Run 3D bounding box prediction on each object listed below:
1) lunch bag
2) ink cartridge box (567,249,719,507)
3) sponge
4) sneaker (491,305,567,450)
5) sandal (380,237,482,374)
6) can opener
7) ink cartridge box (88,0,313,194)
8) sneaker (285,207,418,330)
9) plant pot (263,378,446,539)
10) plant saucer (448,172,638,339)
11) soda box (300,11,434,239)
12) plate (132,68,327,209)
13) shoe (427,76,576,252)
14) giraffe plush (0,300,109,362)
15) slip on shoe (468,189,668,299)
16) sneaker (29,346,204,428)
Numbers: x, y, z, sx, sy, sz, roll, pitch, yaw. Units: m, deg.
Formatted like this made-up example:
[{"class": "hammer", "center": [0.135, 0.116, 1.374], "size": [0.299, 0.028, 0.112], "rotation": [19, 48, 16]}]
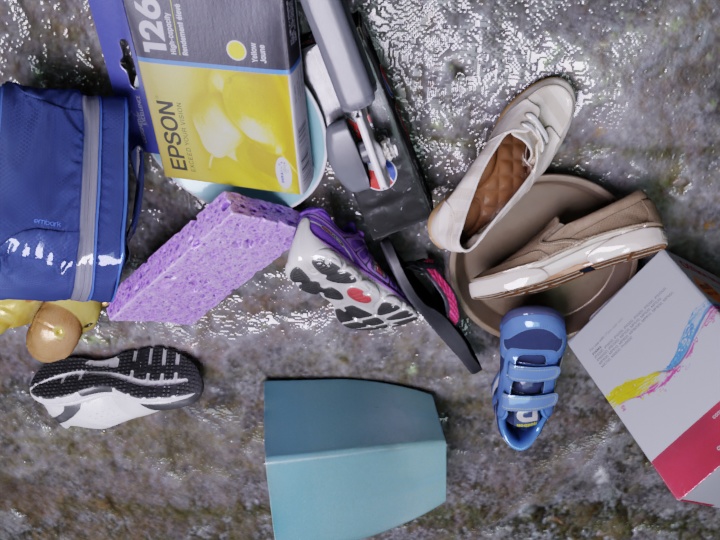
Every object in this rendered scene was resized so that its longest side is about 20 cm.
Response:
[{"class": "lunch bag", "center": [-0.268, -0.073, 0.778], "size": [0.131, 0.203, 0.136], "rotation": [5, 161, -23]}, {"class": "ink cartridge box", "center": [0.337, 0.108, 0.835], "size": [0.144, 0.201, 0.145], "rotation": [18, 121, -41]}, {"class": "sponge", "center": [-0.157, -0.005, 0.857], "size": [0.199, 0.030, 0.111], "rotation": [-36, 153, 28]}, {"class": "sneaker", "center": [0.182, 0.117, 0.907], "size": [0.073, 0.083, 0.201], "rotation": [2, 137, 6]}, {"class": "sandal", "center": [0.085, 0.030, 0.898], "size": [0.045, 0.075, 0.200], "rotation": [-34, 120, 12]}, {"class": "can opener", "center": [-0.015, -0.157, 0.733], "size": [0.066, 0.053, 0.202], "rotation": [-13, 117, 10]}, {"class": "ink cartridge box", "center": [-0.146, -0.168, 0.747], "size": [0.197, 0.047, 0.199], "rotation": [6, 133, 12]}, {"class": "sneaker", "center": [0.000, 0.000, 0.863], "size": [0.080, 0.084, 0.200], "rotation": [-12, 147, 26]}, {"class": "plant pot", "center": [-0.005, 0.214, 0.964], "size": [0.197, 0.142, 0.143], "rotation": [-5, 119, -4]}, {"class": "plant saucer", "center": [0.191, -0.013, 0.892], "size": [0.197, 0.030, 0.203], "rotation": [0, 119, 1]}, {"class": "soda box", "center": [0.006, -0.136, 0.810], "size": [0.070, 0.064, 0.202], "rotation": [-19, 116, 12]}, {"class": "plate", "center": [-0.122, -0.140, 0.811], "size": [0.197, 0.026, 0.202], "rotation": [11, 134, 11]}, {"class": "shoe", "center": [0.142, -0.097, 0.800], "size": [0.070, 0.053, 0.201], "rotation": [37, 91, -17]}, {"class": "giraffe plush", "center": [-0.348, 0.031, 0.883], "size": [0.161, 0.172, 0.203], "rotation": [21, 83, -21]}, {"class": "slip on shoe", "center": [0.199, -0.022, 0.840], "size": [0.198, 0.076, 0.061], "rotation": [-20, 77, 21]}, {"class": "sneaker", "center": [-0.274, 0.141, 0.977], "size": [0.197, 0.074, 0.081], "rotation": [-2, 134, 8]}]
